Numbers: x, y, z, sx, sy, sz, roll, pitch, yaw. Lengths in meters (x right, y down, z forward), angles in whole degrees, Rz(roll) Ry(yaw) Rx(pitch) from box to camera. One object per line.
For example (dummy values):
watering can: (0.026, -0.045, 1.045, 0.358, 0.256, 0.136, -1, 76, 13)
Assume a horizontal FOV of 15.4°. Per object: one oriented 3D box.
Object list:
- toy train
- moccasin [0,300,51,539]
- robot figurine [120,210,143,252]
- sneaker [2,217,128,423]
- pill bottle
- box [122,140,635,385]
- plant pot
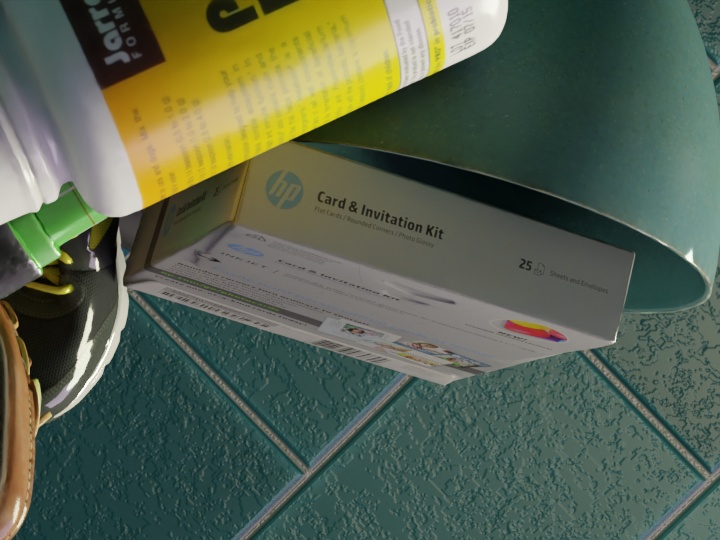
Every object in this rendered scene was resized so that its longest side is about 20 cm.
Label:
toy train: (-0.126, -0.022, 0.994, 0.199, 0.042, 0.056, -31, -149, 3)
moccasin: (-0.161, 0.048, 1.045, 0.074, 0.078, 0.201, -34, -145, -2)
robot figurine: (-0.073, -0.093, 1.482, 0.200, 0.150, 0.125, -44, 168, 20)
sneaker: (-0.135, -0.036, 1.136, 0.085, 0.074, 0.201, 55, 44, -77)
pill bottle: (-0.057, -0.090, 0.922, 0.199, 0.110, 0.109, -26, 178, -8)
box: (0.000, 0.000, 1.069, 0.200, 0.155, 0.041, 160, -53, -73)
plant pot: (0.059, -0.078, 1.061, 0.200, 0.199, 0.135, 139, -32, -77)
